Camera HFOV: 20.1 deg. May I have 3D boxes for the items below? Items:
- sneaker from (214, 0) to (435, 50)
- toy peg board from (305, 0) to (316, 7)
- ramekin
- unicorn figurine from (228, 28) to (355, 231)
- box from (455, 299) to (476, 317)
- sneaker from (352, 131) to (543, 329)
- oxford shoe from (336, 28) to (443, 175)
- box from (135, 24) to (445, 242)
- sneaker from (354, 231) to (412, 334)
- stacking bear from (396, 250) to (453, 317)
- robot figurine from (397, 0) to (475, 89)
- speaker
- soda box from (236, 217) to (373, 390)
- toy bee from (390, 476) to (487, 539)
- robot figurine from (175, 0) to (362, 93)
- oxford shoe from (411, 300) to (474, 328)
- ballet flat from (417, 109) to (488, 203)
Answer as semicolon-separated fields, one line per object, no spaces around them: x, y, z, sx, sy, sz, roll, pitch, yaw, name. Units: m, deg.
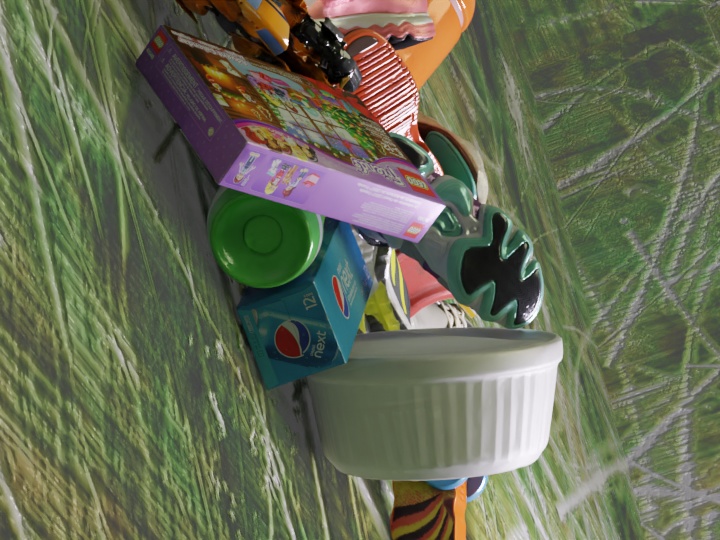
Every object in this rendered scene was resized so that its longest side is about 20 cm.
-0.033;-0.231;1.714;0.074;0.199;0.087;-11;-98;62;sneaker
-0.069;-0.328;1.597;0.098;0.200;0.200;15;41;-51;toy peg board
0.056;0.100;1.550;0.202;0.201;0.095;-27;114;-79;ramekin
-0.055;-0.106;1.678;0.200;0.074;0.138;31;40;-49;unicorn figurine
0.064;-0.053;2.098;0.201;0.041;0.119;59;5;21;box
0.053;-0.033;1.621;0.200;0.078;0.140;47;-14;-14;sneaker
0.012;-0.134;1.734;0.073;0.071;0.201;56;-10;45;oxford shoe
-0.047;-0.094;1.416;0.199;0.039;0.137;15;30;-46;box
0.000;0.000;1.775;0.085;0.074;0.201;-90;168;-75;sneaker
0.032;-0.069;1.938;0.114;0.121;0.201;73;-5;-54;stacking bear
0.032;-0.233;1.938;0.144;0.200;0.116;46;-21;-22;robot figurine
-0.062;-0.058;1.495;0.200;0.088;0.089;-80;150;-68;speaker
-0.039;0.019;1.533;0.200;0.064;0.068;-72;142;-73;soda box
0.055;0.161;1.727;0.131;0.108;0.201;71;32;-47;toy bee
-0.083;-0.190;1.515;0.145;0.058;0.200;27;-13;42;robot figurine
0.076;0.053;2.066;0.200;0.057;0.076;38;37;-68;oxford shoe
0.078;-0.121;2.003;0.200;0.062;0.068;42;-50;41;ballet flat
